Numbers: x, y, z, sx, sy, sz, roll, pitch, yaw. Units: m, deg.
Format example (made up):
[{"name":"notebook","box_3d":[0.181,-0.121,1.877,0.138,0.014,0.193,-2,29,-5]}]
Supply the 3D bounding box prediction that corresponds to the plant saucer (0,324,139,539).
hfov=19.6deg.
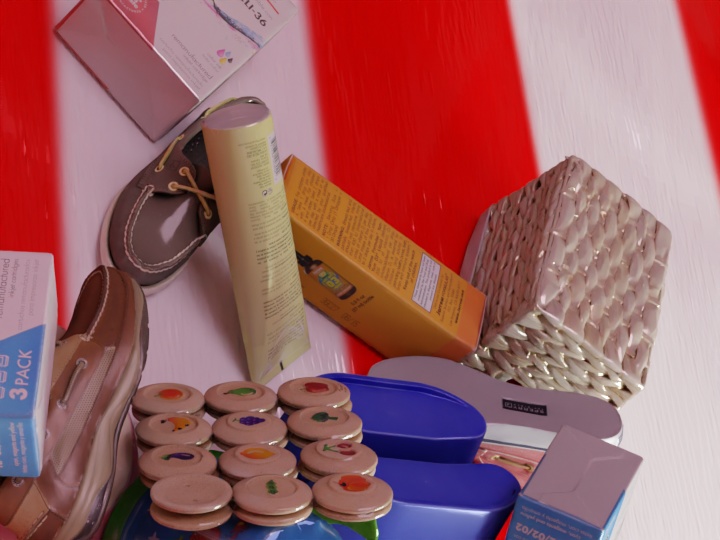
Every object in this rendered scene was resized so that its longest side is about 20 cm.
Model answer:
[{"name":"plant saucer","box_3d":[-0.219,0.104,1.324,0.200,0.051,0.202,23,50,-30]}]

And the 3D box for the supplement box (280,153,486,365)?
[{"name":"supplement box","box_3d":[0.000,0.000,1.589,0.199,0.066,0.069,35,44,-21]}]

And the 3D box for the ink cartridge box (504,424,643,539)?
[{"name":"ink cartridge box","box_3d":[0.133,0.228,1.493,0.067,0.201,0.115,21,28,14]}]

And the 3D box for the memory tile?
[{"name":"memory tile","box_3d":[-0.067,0.111,1.321,0.152,0.017,0.200,-1,20,-10]}]

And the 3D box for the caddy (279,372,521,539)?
[{"name":"caddy","box_3d":[0.014,0.156,1.467,0.199,0.105,0.142,9,37,-33]}]

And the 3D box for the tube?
[{"name":"tube","box_3d":[-0.073,-0.017,1.494,0.058,0.052,0.202,-15,114,-12]}]

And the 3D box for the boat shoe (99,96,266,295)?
[{"name":"boat shoe","box_3d":[-0.125,-0.060,1.517,0.072,0.060,0.202,43,42,-11]}]

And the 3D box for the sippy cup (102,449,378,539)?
[{"name":"sippy cup","box_3d":[-0.074,0.190,1.301,0.140,0.130,0.179,43,70,-32]}]

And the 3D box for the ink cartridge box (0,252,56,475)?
[{"name":"ink cartridge box","box_3d":[-0.281,0.050,1.208,0.198,0.068,0.116,2,53,-3]}]

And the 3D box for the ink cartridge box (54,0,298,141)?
[{"name":"ink cartridge box","box_3d":[-0.129,-0.201,1.605,0.117,0.067,0.200,48,41,-7]}]

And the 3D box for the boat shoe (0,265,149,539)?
[{"name":"boat shoe","box_3d":[-0.183,0.077,1.283,0.073,0.076,0.201,26,48,-21]}]

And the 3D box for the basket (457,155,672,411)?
[{"name":"basket","box_3d":[0.162,0.027,1.678,0.135,0.123,0.201,36,44,-18]}]

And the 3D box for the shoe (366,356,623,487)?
[{"name":"shoe","box_3d":[0.094,0.131,1.586,0.198,0.092,0.072,12,36,-2]}]
